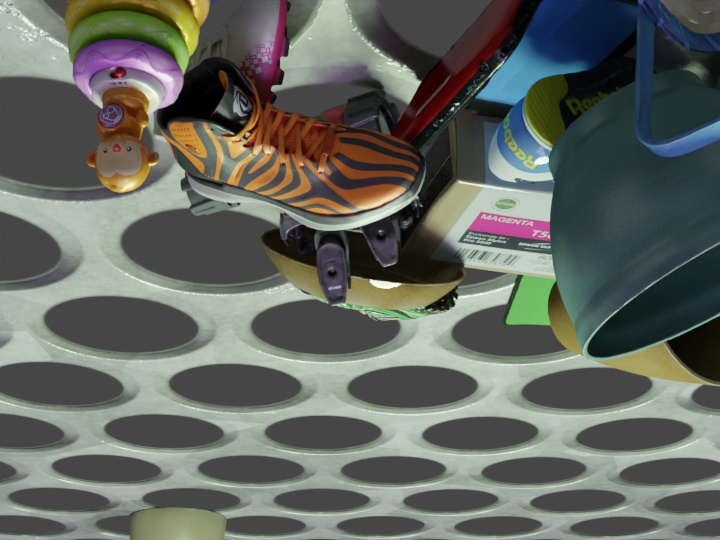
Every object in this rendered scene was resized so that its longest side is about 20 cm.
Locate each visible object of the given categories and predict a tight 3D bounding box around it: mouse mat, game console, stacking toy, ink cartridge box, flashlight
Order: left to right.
[{"bbox_3d":[-0.148,-0.141,0.723,0.115,0.201,0.110,0,155,1],"label":"stacking toy"},{"bbox_3d":[-0.061,-0.094,0.971,0.199,0.068,0.068,-17,-176,21],"label":"flashlight"},{"bbox_3d":[0.151,-0.063,1.042,0.198,0.076,0.165,7,155,-13],"label":"ink cartridge box"},{"bbox_3d":[0.123,-0.137,0.846,0.118,0.173,0.200,34,146,-9],"label":"game console"},{"bbox_3d":[0.274,0.033,1.327,0.198,0.008,0.161,-1,155,-2],"label":"mouse mat"}]

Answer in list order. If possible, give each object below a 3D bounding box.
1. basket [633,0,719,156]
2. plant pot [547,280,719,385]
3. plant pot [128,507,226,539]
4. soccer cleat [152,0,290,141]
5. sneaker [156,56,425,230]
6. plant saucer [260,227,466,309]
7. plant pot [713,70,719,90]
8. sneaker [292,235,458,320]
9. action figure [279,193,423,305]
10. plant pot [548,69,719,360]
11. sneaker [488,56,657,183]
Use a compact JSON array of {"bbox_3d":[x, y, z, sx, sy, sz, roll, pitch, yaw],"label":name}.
[{"bbox_3d":[0.235,-0.176,0.657,0.176,0.201,0.139,-20,148,36],"label":"basket"},{"bbox_3d":[0.290,0.032,1.153,0.185,0.188,0.200,14,164,-28],"label":"plant pot"},{"bbox_3d":[-0.375,0.571,2.289,0.199,0.135,0.201,0,154,0],"label":"plant pot"},{"bbox_3d":[-0.113,-0.146,0.866,0.086,0.070,0.200,9,153,-17],"label":"soccer cleat"},{"bbox_3d":[-0.058,-0.090,0.795,0.199,0.078,0.112,5,154,20],"label":"sneaker"},{"bbox_3d":[0.000,0.000,1.078,0.199,0.036,0.200,10,-167,-2],"label":"plant saucer"},{"bbox_3d":[0.344,-0.094,0.870,0.199,0.201,0.197,-3,146,5],"label":"plant pot"},{"bbox_3d":[0.005,0.022,1.212,0.199,0.079,0.085,15,151,-31],"label":"sneaker"},{"bbox_3d":[-0.010,-0.047,0.982,0.129,0.200,0.070,-22,111,6],"label":"action figure"},{"bbox_3d":[0.208,-0.048,0.759,0.199,0.135,0.201,-22,160,-9],"label":"plant pot"},{"bbox_3d":[0.176,-0.112,0.874,0.199,0.074,0.082,-11,157,-38],"label":"sneaker"}]
